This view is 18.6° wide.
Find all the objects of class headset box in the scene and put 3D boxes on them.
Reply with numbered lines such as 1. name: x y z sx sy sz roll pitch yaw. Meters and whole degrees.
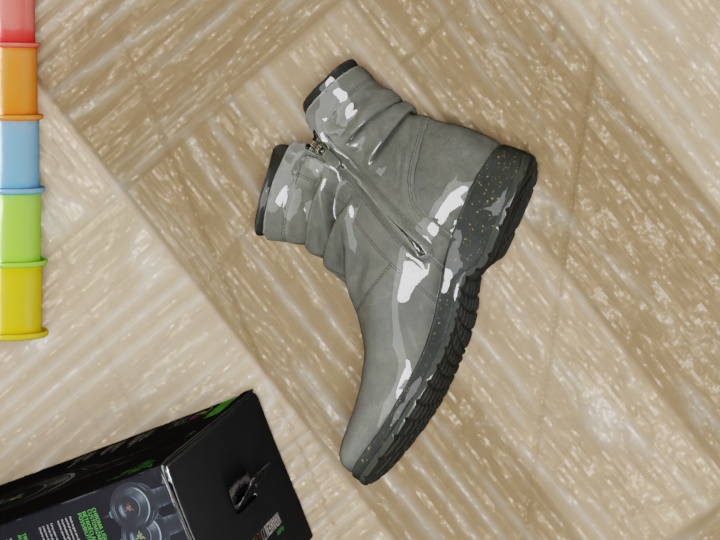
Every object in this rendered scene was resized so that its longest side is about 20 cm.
1. headset box: -0.135 0.149 1.146 0.199 0.174 0.093 -21 94 16

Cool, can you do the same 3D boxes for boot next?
1. boot: 0.000 0.000 1.159 0.130 0.068 0.201 25 95 13

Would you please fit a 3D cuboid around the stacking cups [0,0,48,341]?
1. stacking cups: -0.197 -0.064 1.198 0.060 0.060 0.201 3 93 12
